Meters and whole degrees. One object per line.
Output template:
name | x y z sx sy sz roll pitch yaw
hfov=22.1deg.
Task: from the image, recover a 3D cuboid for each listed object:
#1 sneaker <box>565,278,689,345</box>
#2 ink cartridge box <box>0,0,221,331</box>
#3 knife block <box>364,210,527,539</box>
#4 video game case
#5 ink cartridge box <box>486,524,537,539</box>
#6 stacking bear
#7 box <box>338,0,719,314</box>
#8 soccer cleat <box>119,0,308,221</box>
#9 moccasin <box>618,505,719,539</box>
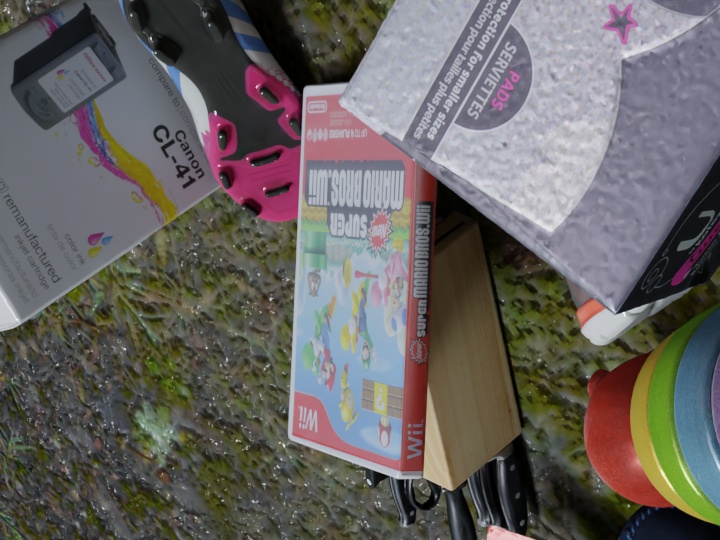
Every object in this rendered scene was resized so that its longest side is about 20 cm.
sneaker | 0.131 -0.034 0.823 0.082 0.077 0.200 57 150 10
ink cartridge box | -0.179 -0.075 1.099 0.085 0.200 0.148 -13 111 58
knife block | 0.054 0.080 1.065 0.176 0.064 0.200 51 150 5
video game case | 0.000 0.000 0.979 0.143 0.017 0.201 -172 84 -64
ink cartridge box | 0.142 0.250 1.029 0.199 0.050 0.163 17 113 22
stacking bear | 0.173 0.065 0.837 0.122 0.114 0.200 56 156 -4
box | 0.106 -0.107 0.632 0.132 0.115 0.201 38 109 19
soccer cleat | -0.074 -0.118 1.054 0.087 0.070 0.200 -97 -17 -48
moccasin | 0.218 0.180 0.915 0.200 0.081 0.068 34 178 12
